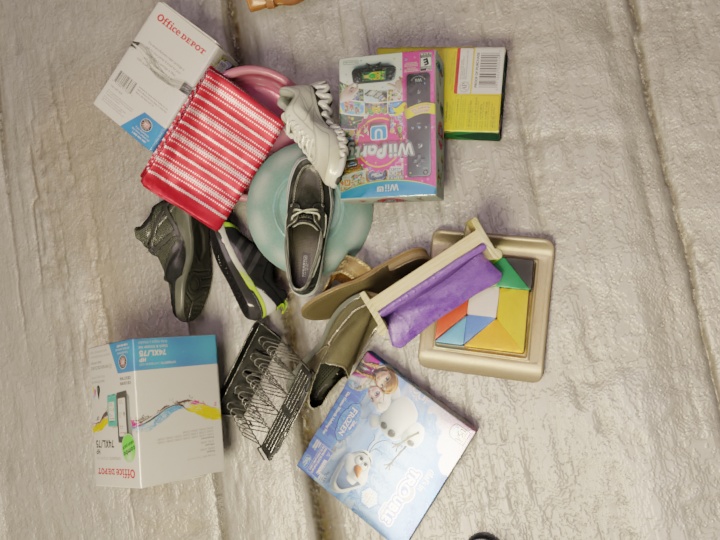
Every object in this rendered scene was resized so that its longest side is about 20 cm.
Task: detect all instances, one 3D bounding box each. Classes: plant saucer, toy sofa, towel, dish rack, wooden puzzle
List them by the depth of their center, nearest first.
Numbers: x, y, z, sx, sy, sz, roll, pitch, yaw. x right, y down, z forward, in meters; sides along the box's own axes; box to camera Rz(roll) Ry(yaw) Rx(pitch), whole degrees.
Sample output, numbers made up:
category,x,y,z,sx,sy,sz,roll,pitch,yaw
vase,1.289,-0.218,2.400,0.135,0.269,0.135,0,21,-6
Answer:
category,x,y,z,sx,sy,sz,roll,pitch,yaw
toy sofa,0.101,0.021,1.023,0.197,0.083,0.099,-33,88,2
wooden puzzle,0.180,0.049,1.073,0.180,0.037,0.206,6,86,15
dish rack,-0.139,0.175,1.083,0.054,0.199,0.156,25,92,-27
towel,-0.220,-0.177,1.110,0.143,0.022,0.202,33,94,-18
plant saucer,-0.077,-0.093,1.126,0.195,0.039,0.208,0,92,-2
plant saucer,-0.166,-0.210,1.151,0.194,0.051,0.207,-3,105,-11

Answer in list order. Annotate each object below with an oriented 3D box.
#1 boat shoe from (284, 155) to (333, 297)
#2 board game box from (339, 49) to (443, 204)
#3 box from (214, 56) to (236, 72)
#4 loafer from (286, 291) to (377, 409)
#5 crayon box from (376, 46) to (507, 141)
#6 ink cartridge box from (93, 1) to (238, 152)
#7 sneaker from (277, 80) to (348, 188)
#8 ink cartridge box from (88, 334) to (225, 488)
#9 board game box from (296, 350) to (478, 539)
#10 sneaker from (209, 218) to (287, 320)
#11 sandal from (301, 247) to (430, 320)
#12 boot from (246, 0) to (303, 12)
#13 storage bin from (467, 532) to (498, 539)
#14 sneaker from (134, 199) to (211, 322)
category,x,y,z,sx,sy,sz,roll,pitch,yaw
boat shoe,-0.074,-0.065,1.071,0.070,0.071,0.207,0,88,-1
board game box,0.046,-0.202,1.072,0.143,0.064,0.207,-1,88,16
box,-0.244,-0.234,1.202,0.064,0.070,0.202,36,94,15
loafer,-0.026,0.123,1.090,0.202,0.075,0.070,-54,37,4
crayon box,0.117,-0.266,1.116,0.194,0.051,0.131,5,86,15
ink cartridge box,-0.317,-0.308,1.222,0.144,0.084,0.202,37,95,16
sneaker,-0.070,-0.194,1.060,0.079,0.076,0.203,1,47,-23
ink cartridge box,-0.303,0.207,1.108,0.145,0.144,0.206,-13,80,43
board game box,0.038,0.259,1.086,0.197,0.043,0.203,33,93,15
sneaker,-0.175,-0.013,1.174,0.081,0.072,0.203,-20,72,-23
sandal,0.002,0.003,1.119,0.207,0.078,0.071,-24,58,9
boot,-0.129,-0.527,1.209,0.151,0.076,0.206,-12,88,18
storage bin,0.200,0.456,0.974,0.198,0.134,0.147,37,94,15
sneaker,-0.301,-0.020,1.195,0.111,0.076,0.206,-4,88,25
